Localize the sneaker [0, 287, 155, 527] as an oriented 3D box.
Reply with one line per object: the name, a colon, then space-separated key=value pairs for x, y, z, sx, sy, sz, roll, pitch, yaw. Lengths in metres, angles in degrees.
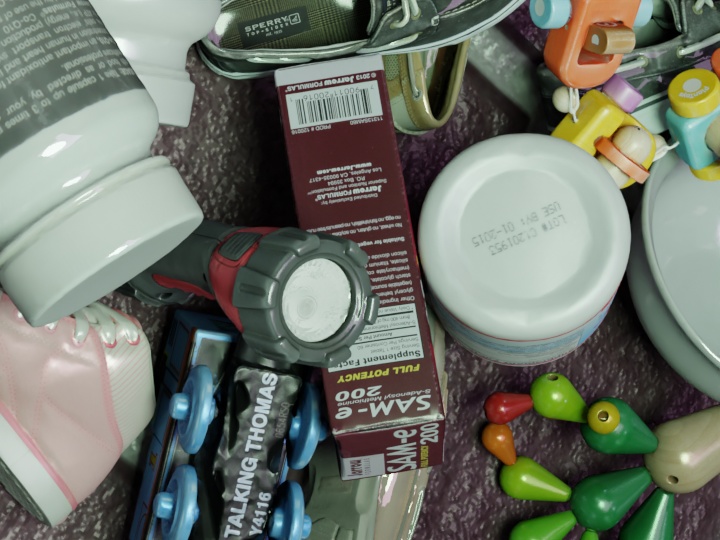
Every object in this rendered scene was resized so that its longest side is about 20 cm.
sneaker: x=-0.176 y=0.029 z=1.077 sx=0.105 sy=0.075 sz=0.200 roll=-41 pitch=122 yaw=-16

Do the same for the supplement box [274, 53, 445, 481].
supplement box: x=0.000 y=0.000 z=1.113 sx=0.061 sy=0.109 sz=0.200 roll=-9 pitch=73 yaw=-1

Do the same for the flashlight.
flashlight: x=-0.069 y=0.004 z=1.066 sx=0.068 sy=0.200 sz=0.068 roll=5 pitch=93 yaw=-32

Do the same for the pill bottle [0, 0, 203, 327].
pill bottle: x=-0.164 y=-0.082 z=0.966 sx=0.113 sy=0.113 sz=0.200 roll=-31 pitch=85 yaw=-25

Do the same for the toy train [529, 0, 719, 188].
toy train: x=0.177 y=-0.105 z=1.186 sx=0.200 sy=0.056 sz=0.150 roll=-1 pitch=126 yaw=-31

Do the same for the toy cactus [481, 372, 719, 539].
toy cactus: x=0.164 y=0.130 z=1.274 sx=0.165 sy=0.102 sz=0.200 roll=-28 pitch=110 yaw=-9

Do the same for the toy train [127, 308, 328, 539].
toy train: x=-0.076 y=0.119 z=1.118 sx=0.087 sy=0.114 sz=0.200 roll=11 pitch=98 yaw=-17

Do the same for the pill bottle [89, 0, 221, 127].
pill bottle: x=-0.123 y=-0.177 z=1.062 sx=0.116 sy=0.116 sz=0.200 roll=5 pitch=94 yaw=-32

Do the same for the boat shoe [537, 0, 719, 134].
boat shoe: x=0.195 y=-0.136 z=1.277 sx=0.200 sy=0.072 sz=0.071 roll=-30 pitch=114 yaw=-23

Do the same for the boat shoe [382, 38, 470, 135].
boat shoe: x=0.047 y=-0.176 z=1.189 sx=0.072 sy=0.076 sz=0.200 roll=2 pitch=95 yaw=-31

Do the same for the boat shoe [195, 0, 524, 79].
boat shoe: x=0.008 y=-0.143 z=1.121 sx=0.200 sy=0.071 sz=0.072 roll=-20 pitch=95 yaw=3

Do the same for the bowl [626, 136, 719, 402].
bowl: x=0.237 y=0.011 z=1.298 sx=0.201 sy=0.090 sz=0.201 roll=13 pitch=57 yaw=-22

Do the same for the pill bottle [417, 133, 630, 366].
pill bottle: x=0.089 y=-0.005 z=1.158 sx=0.109 sy=0.200 sz=0.109 roll=-1 pitch=82 yaw=4

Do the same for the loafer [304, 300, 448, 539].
loafer: x=0.009 y=0.114 z=1.203 sx=0.063 sy=0.072 sz=0.200 roll=36 pitch=65 yaw=-44
